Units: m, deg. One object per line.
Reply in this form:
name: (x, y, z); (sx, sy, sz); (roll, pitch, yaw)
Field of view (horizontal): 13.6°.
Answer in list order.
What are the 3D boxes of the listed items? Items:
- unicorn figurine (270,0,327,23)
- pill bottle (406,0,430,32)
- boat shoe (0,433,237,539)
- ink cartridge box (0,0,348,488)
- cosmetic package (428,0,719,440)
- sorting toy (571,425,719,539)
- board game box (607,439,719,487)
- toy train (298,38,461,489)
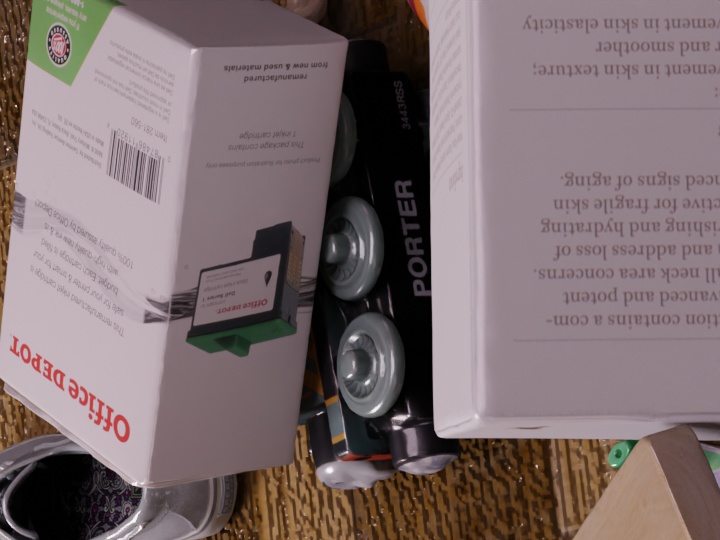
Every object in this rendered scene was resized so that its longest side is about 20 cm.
unicorn figurine: (-0.086, -0.079, 1.453); (0.137, 0.074, 0.200); (49, 118, 33)
pill bottle: (0.034, -0.192, 1.320); (0.110, 0.109, 0.200); (-52, 54, 28)
boat shoe: (-0.151, 0.111, 1.503); (0.200, 0.071, 0.070); (-12, 78, 44)
ink cartridge box: (-0.087, -0.024, 1.342); (0.146, 0.084, 0.201); (31, 119, 50)
cosmetic package: (0.113, -0.038, 1.144); (0.166, 0.166, 0.201); (128, 142, -83)
sorting toy: (0.150, 0.173, 1.113); (0.200, 0.069, 0.200); (110, 140, -66)
board game box: (0.164, 0.180, 1.216); (0.199, 0.026, 0.201); (13, 96, 45)
toy train: (0.000, 0.000, 1.363); (0.114, 0.085, 0.201); (-29, 68, 53)
